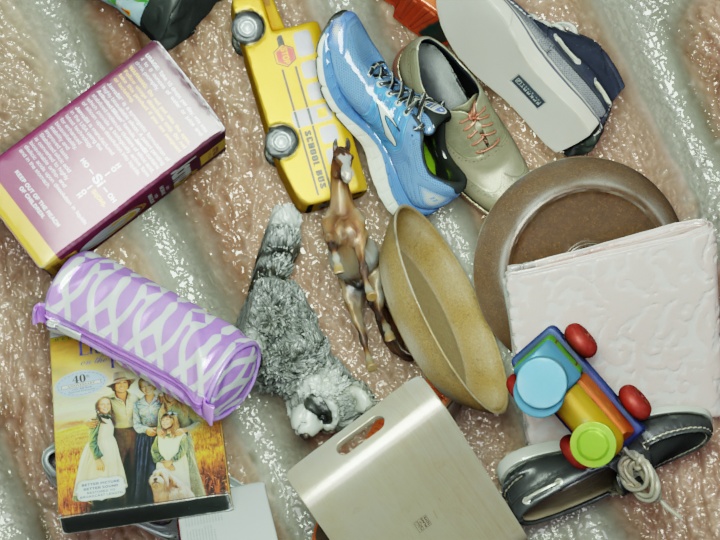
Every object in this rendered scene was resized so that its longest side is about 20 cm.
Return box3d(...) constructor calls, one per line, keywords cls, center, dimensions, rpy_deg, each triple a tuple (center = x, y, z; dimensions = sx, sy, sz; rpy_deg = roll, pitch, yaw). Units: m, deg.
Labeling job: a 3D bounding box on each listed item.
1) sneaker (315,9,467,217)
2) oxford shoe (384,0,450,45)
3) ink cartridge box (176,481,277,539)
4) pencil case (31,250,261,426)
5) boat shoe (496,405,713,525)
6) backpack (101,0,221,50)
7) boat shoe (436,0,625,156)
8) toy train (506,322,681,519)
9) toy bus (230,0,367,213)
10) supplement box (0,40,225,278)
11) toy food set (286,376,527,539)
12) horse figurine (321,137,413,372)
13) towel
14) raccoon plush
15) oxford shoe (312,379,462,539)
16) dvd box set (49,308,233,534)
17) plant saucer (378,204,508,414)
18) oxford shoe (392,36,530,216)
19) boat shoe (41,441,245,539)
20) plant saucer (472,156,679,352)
box3d(cls="sneaker", center=(0.034, -0.144, 1.593), dimensions=(0.089, 0.079, 0.200), rpy_deg=(-19, 109, 37))
box3d(cls="oxford shoe", center=(0.023, -0.293, 1.652), dimensions=(0.200, 0.071, 0.073), rpy_deg=(40, 67, -6))
box3d(cls="ink cartridge box", center=(-0.098, 0.298, 1.494), dimensions=(0.084, 0.200, 0.176), rpy_deg=(-9, 107, -6))
box3d(cls="pencil case", center=(-0.181, 0.055, 1.535), dimensions=(0.200, 0.085, 0.084), rpy_deg=(25, 127, 22))
box3d(cls="boat shoe", center=(0.223, 0.174, 1.603), dimensions=(0.200, 0.074, 0.060), rpy_deg=(-14, 50, -3))
box3d(cls="backpack", center=(-0.211, -0.314, 1.597), dimensions=(0.200, 0.154, 0.163), rpy_deg=(27, 53, 14))
box3d(cls="boat shoe", center=(0.155, -0.201, 1.628), dimensions=(0.200, 0.075, 0.093), rpy_deg=(50, 48, -12))
box3d(cls="toy train", center=(0.204, 0.141, 1.509), dimensions=(0.085, 0.116, 0.200), rpy_deg=(-42, 86, 13))
box3d(cls="toy bus", center=(-0.060, -0.155, 1.627), dimensions=(0.078, 0.065, 0.200), rpy_deg=(-16, 86, -5))
box3d(cls="supplement box", center=(-0.225, -0.094, 1.579), dimensions=(0.200, 0.131, 0.103), rpy_deg=(-38, 89, -5))
box3d(cls="toy food set", center=(0.042, 0.205, 1.555), dimensions=(0.143, 0.060, 0.200), rpy_deg=(-35, 117, -5))
box3d(cls="horse figurine", center=(0.000, 0.000, 1.578), dimensions=(0.050, 0.200, 0.133), rpy_deg=(-16, 46, 5))
box3d(cls="towel", center=(0.227, 0.062, 1.597), dimensions=(0.191, 0.032, 0.200), rpy_deg=(-12, 121, -4))
box3d(cls="raccoon plush", center=(-0.038, 0.049, 1.601), dimensions=(0.134, 0.097, 0.200), rpy_deg=(18, 84, -10))
box3d(cls="oxford shoe", center=(0.039, 0.182, 1.613), dimensions=(0.073, 0.071, 0.200), rpy_deg=(40, 82, -26))
box3d(cls="dvd box set", center=(-0.192, 0.126, 1.557), dimensions=(0.146, 0.029, 0.200), rpy_deg=(-7, 51, -4))
box3d(cls="plant saucer", center=(0.066, 0.040, 1.563), dimensions=(0.035, 0.200, 0.201), rpy_deg=(-27, 87, 16))
box3d(cls="oxford shoe", center=(0.097, -0.124, 1.629), dimensions=(0.070, 0.075, 0.200), rpy_deg=(-38, 89, -9))
box3d(cls="boat shoe", center=(-0.183, 0.195, 1.587), dimensions=(0.202, 0.065, 0.075), rpy_deg=(21, 84, -2))
box3d(cls="plant saucer", center=(0.202, -0.002, 1.623), dimensions=(0.200, 0.034, 0.201), rpy_deg=(-1, 98, -8))
